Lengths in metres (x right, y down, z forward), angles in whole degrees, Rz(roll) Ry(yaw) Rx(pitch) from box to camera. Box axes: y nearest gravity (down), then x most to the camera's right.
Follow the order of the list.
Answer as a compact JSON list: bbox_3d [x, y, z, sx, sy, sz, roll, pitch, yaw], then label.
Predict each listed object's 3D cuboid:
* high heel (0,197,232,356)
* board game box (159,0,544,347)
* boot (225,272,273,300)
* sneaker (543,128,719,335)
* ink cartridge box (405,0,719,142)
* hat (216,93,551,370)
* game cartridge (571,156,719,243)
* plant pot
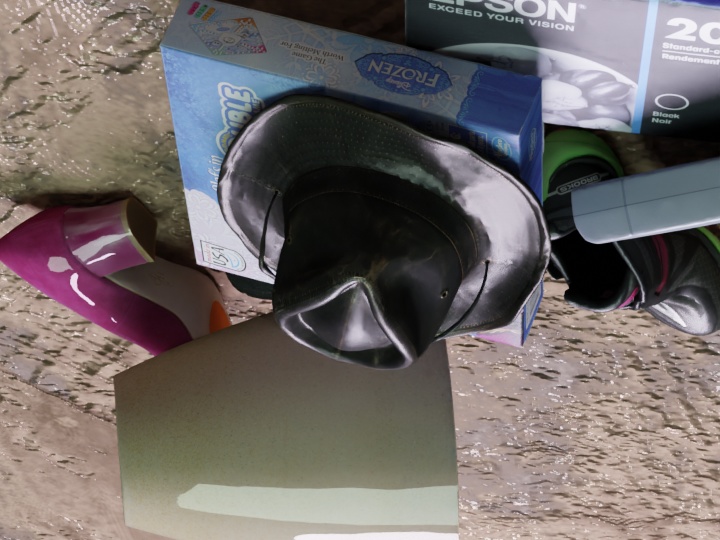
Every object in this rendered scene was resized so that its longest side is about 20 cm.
[{"bbox_3d":[-0.148,0.029,1.850,0.096,0.068,0.200,-13,143,19],"label":"high heel"},{"bbox_3d":[-0.001,-0.051,1.573,0.198,0.043,0.200,15,148,14],"label":"board game box"},{"bbox_3d":[0.001,-0.030,1.699,0.199,0.070,0.132,0,148,8],"label":"boot"},{"bbox_3d":[0.145,-0.005,1.676,0.077,0.084,0.200,-12,147,38],"label":"sneaker"},{"bbox_3d":[0.121,-0.134,1.468,0.197,0.044,0.200,8,154,5],"label":"ink cartridge box"},{"bbox_3d":[0.000,0.000,1.529,0.200,0.081,0.201,17,147,11],"label":"hat"},{"bbox_3d":[0.220,-0.048,1.552,0.199,0.041,0.133,-11,175,36],"label":"game cartridge"},{"bbox_3d":[-0.050,0.102,1.792,0.199,0.188,0.187,-4,155,-5],"label":"plant pot"}]
